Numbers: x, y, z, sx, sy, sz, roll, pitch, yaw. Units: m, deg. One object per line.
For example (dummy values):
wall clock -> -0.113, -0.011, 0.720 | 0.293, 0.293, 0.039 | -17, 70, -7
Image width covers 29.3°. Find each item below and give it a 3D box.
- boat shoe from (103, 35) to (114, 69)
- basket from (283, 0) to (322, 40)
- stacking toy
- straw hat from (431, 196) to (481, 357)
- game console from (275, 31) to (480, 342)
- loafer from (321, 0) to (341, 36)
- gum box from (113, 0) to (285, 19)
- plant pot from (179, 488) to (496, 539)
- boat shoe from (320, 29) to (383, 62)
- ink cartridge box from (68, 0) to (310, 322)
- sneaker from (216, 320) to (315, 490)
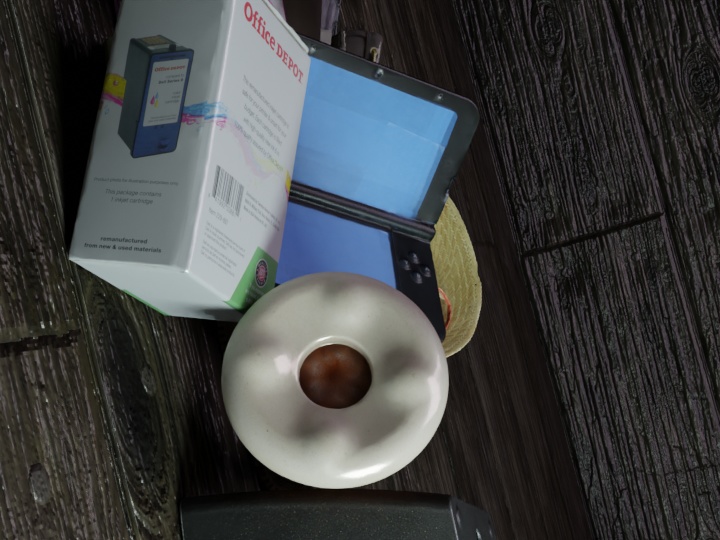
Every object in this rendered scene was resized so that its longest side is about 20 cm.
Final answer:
boat shoe -> -0.128, -0.123, 1.033 | 0.201, 0.063, 0.074 | 48, 29, -63
basket -> -0.093, -0.232, 1.164 | 0.181, 0.135, 0.201 | 83, 4, -58
stacking toy -> -0.018, 0.104, 0.952 | 0.200, 0.145, 0.147 | 94, -11, -63
straw hat -> 0.000, 0.000, 1.144 | 0.200, 0.085, 0.202 | 17, 56, -26
game console -> -0.005, -0.057, 1.031 | 0.199, 0.116, 0.177 | 16, 46, -27
loafer -> -0.051, -0.203, 1.316 | 0.070, 0.068, 0.202 | 6, 92, -48
gum box -> -0.131, -0.260, 1.065 | 0.066, 0.113, 0.201 | 47, 30, -63
plant pot -> 0.007, 0.243, 0.941 | 0.200, 0.176, 0.201 | 42, 34, -67
boat shoe -> -0.008, -0.112, 1.224 | 0.072, 0.060, 0.203 | -97, -174, -74
ink cartridge box -> -0.105, -0.079, 0.910 | 0.145, 0.087, 0.201 | 41, 57, -67
sneaker -> -0.056, 0.071, 1.096 | 0.108, 0.070, 0.201 | -26, 108, -72
